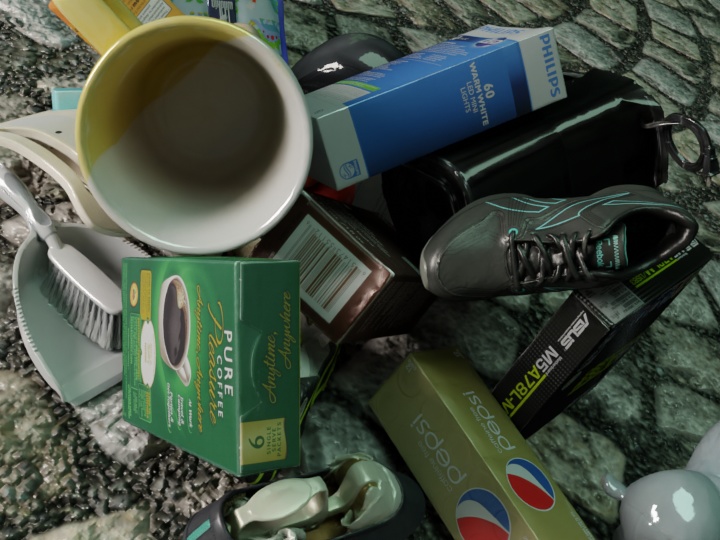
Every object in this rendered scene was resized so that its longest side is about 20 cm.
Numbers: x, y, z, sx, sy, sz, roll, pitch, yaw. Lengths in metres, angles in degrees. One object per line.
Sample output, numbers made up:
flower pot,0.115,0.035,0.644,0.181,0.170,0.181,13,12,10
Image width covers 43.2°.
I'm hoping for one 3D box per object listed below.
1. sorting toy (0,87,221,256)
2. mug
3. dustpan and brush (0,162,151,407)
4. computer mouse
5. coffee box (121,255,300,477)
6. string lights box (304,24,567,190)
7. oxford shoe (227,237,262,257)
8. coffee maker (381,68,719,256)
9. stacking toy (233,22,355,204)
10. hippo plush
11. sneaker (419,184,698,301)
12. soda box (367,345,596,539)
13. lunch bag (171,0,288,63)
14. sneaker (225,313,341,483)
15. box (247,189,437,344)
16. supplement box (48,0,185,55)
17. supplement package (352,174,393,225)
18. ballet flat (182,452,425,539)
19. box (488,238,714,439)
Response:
sorting toy,-0.209,-0.082,0.721,0.199,0.107,0.180,34,19,7
mug,-0.114,-0.122,0.636,0.148,0.188,0.153,-10,19,-2
dustpan and brush,-0.229,-0.007,0.700,0.200,0.057,0.139,41,40,15
computer mouse,-0.051,-0.195,0.919,0.053,0.199,0.139,64,26,-23
coffee box,-0.102,0.051,0.584,0.044,0.200,0.124,-1,90,-33
string lights box,0.046,-0.132,0.706,0.199,0.059,0.103,-23,22,-14
oxford shoe,-0.095,-0.063,0.831,0.070,0.074,0.201,0,45,-27
coffee maker,0.141,-0.082,0.743,0.199,0.192,0.135,-28,99,-22
stacking toy,-0.073,-0.119,0.808,0.200,0.085,0.086,49,23,-39
hippo plush,0.283,0.197,0.697,0.160,0.201,0.159,-17,35,-33
sneaker,0.140,-0.021,0.643,0.199,0.076,0.079,-14,13,-7
soda box,0.092,0.156,0.696,0.064,0.068,0.200,-4,51,-47
lunch bag,-0.184,-0.290,0.999,0.169,0.127,0.201,-8,64,-40
sneaker,-0.071,0.088,0.689,0.076,0.076,0.200,22,25,5
box,0.000,0.000,0.753,0.100,0.075,0.200,42,9,14
supplement box,-0.171,-0.187,0.804,0.200,0.069,0.066,41,-13,-33
supplement package,0.066,-0.085,0.919,0.199,0.117,0.117,29,36,-1
ballet flat,-0.024,0.165,0.629,0.199,0.073,0.073,-4,48,-34
box,0.190,0.064,0.770,0.048,0.194,0.200,45,40,21
